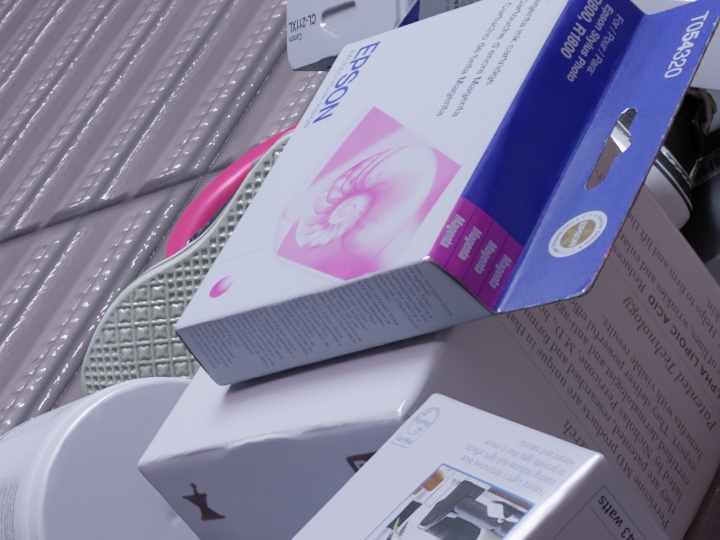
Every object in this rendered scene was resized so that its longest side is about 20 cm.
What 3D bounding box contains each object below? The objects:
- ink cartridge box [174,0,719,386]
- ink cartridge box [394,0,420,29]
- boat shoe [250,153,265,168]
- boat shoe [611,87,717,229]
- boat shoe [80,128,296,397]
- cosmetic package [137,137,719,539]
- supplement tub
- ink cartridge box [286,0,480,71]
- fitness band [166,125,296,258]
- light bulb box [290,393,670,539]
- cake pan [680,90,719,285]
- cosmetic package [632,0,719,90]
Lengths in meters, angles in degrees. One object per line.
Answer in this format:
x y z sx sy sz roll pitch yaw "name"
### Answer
0.038 -0.048 1.095 0.200 0.043 0.197 -17 32 40 "ink cartridge box"
0.000 0.000 1.309 0.047 0.200 0.198 22 52 13 "ink cartridge box"
0.033 -0.061 1.459 0.201 0.061 0.072 -19 -7 -31 "boat shoe"
0.138 -0.079 1.282 0.064 0.071 0.200 -36 23 9 "boat shoe"
-0.068 0.007 1.376 0.200 0.075 0.062 -49 -11 11 "boat shoe"
0.044 0.062 1.146 0.165 0.165 0.200 -14 34 44 "cosmetic package"
-0.116 0.124 1.252 0.132 0.132 0.200 -48 9 -19 "supplement tub"
0.076 -0.157 1.421 0.199 0.083 0.146 -1 -3 -27 "ink cartridge box"
-0.030 -0.046 1.582 0.200 0.037 0.144 -21 27 34 "fitness band"
0.040 0.187 0.896 0.200 0.198 0.125 -44 23 -14 "light bulb box"
0.180 -0.039 1.286 0.200 0.037 0.200 -31 26 17 "cake pan"
0.244 -0.129 1.223 0.200 0.052 0.151 11 36 40 "cosmetic package"
